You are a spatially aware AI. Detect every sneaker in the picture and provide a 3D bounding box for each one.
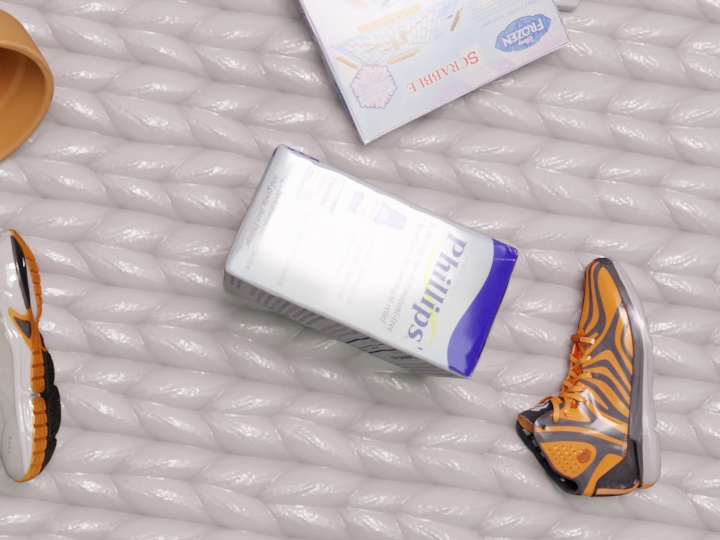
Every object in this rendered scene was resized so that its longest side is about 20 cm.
[{"bbox_3d":[0.185,0.094,1.039,0.111,0.078,0.203,-8,88,-7],"label":"sneaker"},{"bbox_3d":[-0.301,0.073,0.999,0.091,0.076,0.203,-10,81,1],"label":"sneaker"}]

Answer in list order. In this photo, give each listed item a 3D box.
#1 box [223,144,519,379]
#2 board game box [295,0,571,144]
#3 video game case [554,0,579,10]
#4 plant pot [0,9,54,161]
[{"bbox_3d":[0.000,0.000,0.971,0.198,0.184,0.106,24,84,-5],"label":"box"},{"bbox_3d":[0.048,-0.239,1.036,0.198,0.041,0.201,-25,99,-2],"label":"board game box"},{"bbox_3d":[0.100,-0.328,1.077,0.197,0.023,0.185,5,87,-7],"label":"video game case"},{"bbox_3d":[-0.356,-0.164,0.947,0.199,0.200,0.141,-29,75,-6],"label":"plant pot"}]
